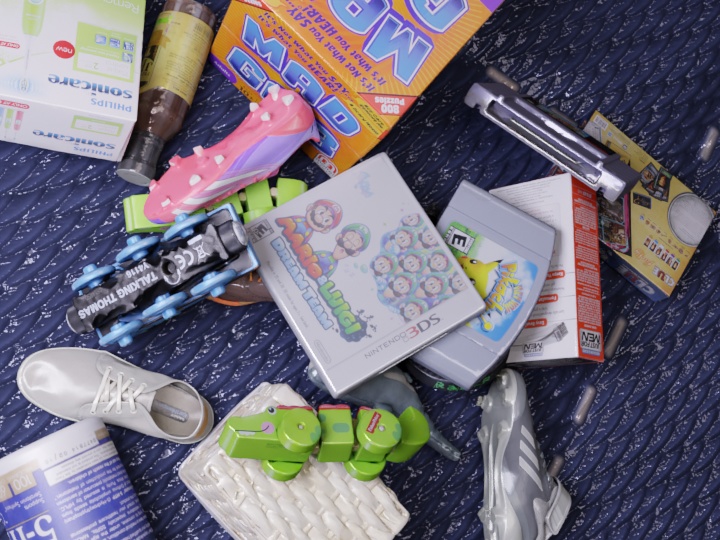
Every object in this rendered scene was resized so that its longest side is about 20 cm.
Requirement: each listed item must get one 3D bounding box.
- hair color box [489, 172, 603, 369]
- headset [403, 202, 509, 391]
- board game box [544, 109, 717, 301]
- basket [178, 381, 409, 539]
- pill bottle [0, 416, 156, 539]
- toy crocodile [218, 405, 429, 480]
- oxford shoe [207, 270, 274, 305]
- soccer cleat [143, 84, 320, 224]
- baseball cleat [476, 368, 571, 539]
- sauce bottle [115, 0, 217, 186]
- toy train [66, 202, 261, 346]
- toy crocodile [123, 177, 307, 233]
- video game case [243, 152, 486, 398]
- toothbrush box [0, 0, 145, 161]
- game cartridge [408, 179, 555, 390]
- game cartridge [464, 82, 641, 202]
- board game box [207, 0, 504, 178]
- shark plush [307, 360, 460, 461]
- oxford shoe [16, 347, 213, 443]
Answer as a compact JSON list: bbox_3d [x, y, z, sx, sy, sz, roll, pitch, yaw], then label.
[{"bbox_3d":[0.205,0.004,1.205,0.064,0.110,0.202,14,72,-47],"label":"hair color box"},{"bbox_3d":[0.095,0.029,1.170,0.122,0.094,0.201,-8,56,-4],"label":"headset"},{"bbox_3d":[0.318,-0.077,1.304,0.200,0.035,0.136,39,70,-7],"label":"board game box"},{"bbox_3d":[-0.063,0.220,1.072,0.200,0.123,0.136,47,69,-4],"label":"basket"},{"bbox_3d":[-0.255,0.250,1.006,0.119,0.120,0.201,-25,86,-21],"label":"pill bottle"},{"bbox_3d":[-0.030,0.150,0.996,0.198,0.068,0.062,4,50,-16],"label":"toy crocodile"},{"bbox_3d":[-0.096,0.000,1.134,0.198,0.073,0.072,7,76,-16],"label":"oxford shoe"},{"bbox_3d":[-0.127,-0.103,1.095,0.200,0.067,0.077,-41,132,-7],"label":"soccer cleat"},{"bbox_3d":[0.179,0.211,1.191,0.106,0.070,0.202,7,86,-23],"label":"baseball cleat"},{"bbox_3d":[-0.207,-0.188,1.143,0.064,0.065,0.202,19,72,-13],"label":"sauce bottle"},{"bbox_3d":[-0.188,0.005,1.049,0.199,0.114,0.087,-28,88,12],"label":"toy train"},{"bbox_3d":[-0.149,-0.069,1.145,0.198,0.062,0.068,-11,81,-15],"label":"toy crocodile"},{"bbox_3d":[0.000,0.000,1.098,0.181,0.024,0.201,-29,74,-15],"label":"video game case"},{"bbox_3d":[-0.295,-0.225,1.084,0.144,0.086,0.202,10,64,-20],"label":"toothbrush box"},{"bbox_3d":[0.119,0.016,1.133,0.133,0.041,0.201,29,73,4],"label":"game cartridge"},{"bbox_3d":[0.219,-0.150,1.218,0.199,0.039,0.129,36,24,13],"label":"game cartridge"},{"bbox_3d":[-0.010,-0.255,1.148,0.200,0.200,0.200,43,70,-6],"label":"board game box"},{"bbox_3d":[0.020,0.146,1.139,0.090,0.083,0.200,-32,113,16],"label":"shark plush"},{"bbox_3d":[-0.238,0.122,1.073,0.198,0.058,0.076,19,76,-11],"label":"oxford shoe"}]
